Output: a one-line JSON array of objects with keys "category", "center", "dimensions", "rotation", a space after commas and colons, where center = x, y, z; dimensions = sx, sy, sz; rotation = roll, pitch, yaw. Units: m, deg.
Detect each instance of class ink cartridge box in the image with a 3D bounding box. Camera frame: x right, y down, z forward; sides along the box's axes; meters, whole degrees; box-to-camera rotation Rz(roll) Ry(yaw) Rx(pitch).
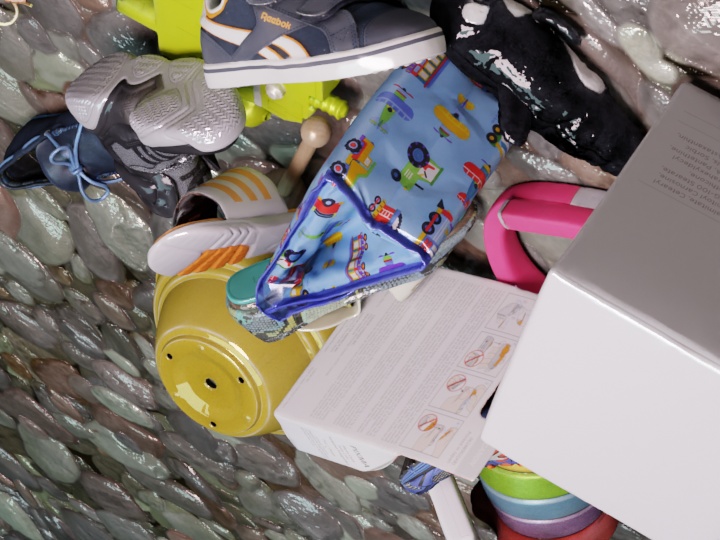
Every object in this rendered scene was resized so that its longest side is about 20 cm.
[{"category": "ink cartridge box", "center": [0.056, 0.077, 1.647], "dimensions": [0.199, 0.160, 0.047], "rotation": [15, 149, 42]}]

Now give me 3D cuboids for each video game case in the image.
[{"category": "video game case", "center": [0.063, 0.167, 1.834], "dimensions": [0.182, 0.024, 0.201], "rotation": [67, -179, -59]}]

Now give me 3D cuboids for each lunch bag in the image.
[{"category": "lunch bag", "center": [0.002, -0.050, 1.567], "dimensions": [0.094, 0.151, 0.200], "rotation": [41, 148, -8]}]

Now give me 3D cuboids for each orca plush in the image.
[{"category": "orca plush", "center": [0.110, -0.098, 1.469], "dimensions": [0.200, 0.071, 0.105], "rotation": [49, 151, -22]}]

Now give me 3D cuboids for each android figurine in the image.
[{"category": "android figurine", "center": [-0.090, -0.172, 1.632], "dimensions": [0.199, 0.041, 0.182], "rotation": [31, 152, 16]}]

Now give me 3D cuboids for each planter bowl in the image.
[{"category": "planter bowl", "center": [-0.096, 0.067, 1.774], "dimensions": [0.200, 0.084, 0.201], "rotation": [20, 134, 22]}]

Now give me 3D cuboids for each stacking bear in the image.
[{"category": "stacking bear", "center": [0.131, 0.120, 1.748], "dimensions": [0.122, 0.113, 0.201], "rotation": [-109, 4, -53]}]

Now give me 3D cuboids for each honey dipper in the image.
[{"category": "honey dipper", "center": [-0.050, -0.074, 1.702], "dimensions": [0.038, 0.038, 0.200], "rotation": [37, 163, 0]}]

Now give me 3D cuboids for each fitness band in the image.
[{"category": "fitness band", "center": [0.169, 0.004, 1.597], "dimensions": [0.199, 0.037, 0.144], "rotation": [12, 144, 42]}]

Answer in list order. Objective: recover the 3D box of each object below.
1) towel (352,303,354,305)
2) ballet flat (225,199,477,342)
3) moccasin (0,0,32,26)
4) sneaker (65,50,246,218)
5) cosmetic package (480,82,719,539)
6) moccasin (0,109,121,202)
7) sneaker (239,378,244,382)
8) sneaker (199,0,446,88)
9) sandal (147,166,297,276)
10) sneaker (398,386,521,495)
[{"category": "towel", "center": [-0.006, 0.014, 1.841], "dimensions": [0.147, 0.022, 0.200], "rotation": [43, 155, -7]}, {"category": "ballet flat", "center": [0.000, 0.000, 1.677], "dimensions": [0.199, 0.074, 0.074], "rotation": [-19, 129, 13]}, {"category": "moccasin", "center": [-0.251, -0.227, 1.679], "dimensions": [0.201, 0.078, 0.074], "rotation": [17, 145, 58]}, {"category": "sneaker", "center": [-0.130, -0.094, 1.682], "dimensions": [0.200, 0.075, 0.114], "rotation": [18, 148, 51]}, {"category": "cosmetic package", "center": [0.203, 0.031, 1.383], "dimensions": [0.166, 0.200, 0.168], "rotation": [30, 139, 10]}, {"category": "moccasin", "center": [-0.232, -0.091, 1.894], "dimensions": [0.081, 0.068, 0.200], "rotation": [47, 151, -19]}, {"category": "sneaker", "center": [-0.065, 0.021, 1.834], "dimensions": [0.070, 0.078, 0.200], "rotation": [34, 138, 10]}, {"category": "sneaker", "center": [-0.033, -0.162, 1.480], "dimensions": [0.199, 0.078, 0.080], "rotation": [0, 105, 42]}, {"category": "sandal", "center": [-0.083, -0.042, 1.666], "dimensions": [0.079, 0.206, 0.059], "rotation": [-31, 77, 38]}, {"category": "sneaker", "center": [0.109, 0.116, 1.651], "dimensions": [0.200, 0.075, 0.079], "rotation": [-31, 109, 30]}]
